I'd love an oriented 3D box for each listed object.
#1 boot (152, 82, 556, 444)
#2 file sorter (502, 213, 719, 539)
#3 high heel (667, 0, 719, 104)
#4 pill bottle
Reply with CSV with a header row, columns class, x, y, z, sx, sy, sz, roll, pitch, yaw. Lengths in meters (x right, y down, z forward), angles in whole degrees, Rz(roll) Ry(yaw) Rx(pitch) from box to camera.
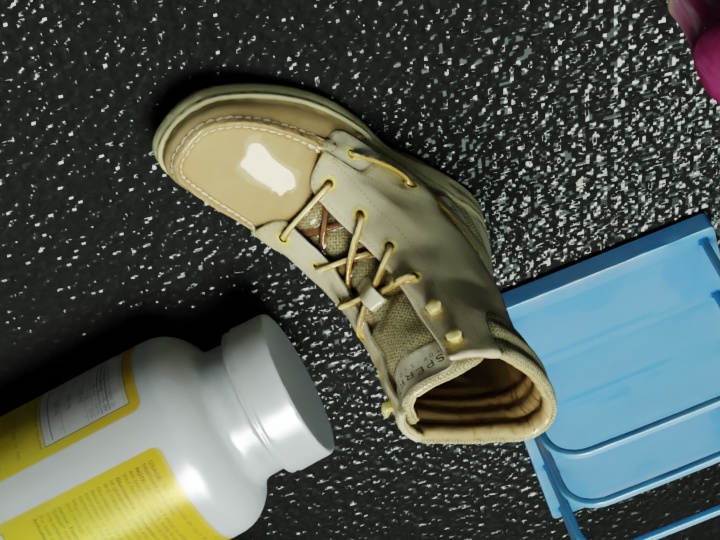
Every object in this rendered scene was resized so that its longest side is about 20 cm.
class,x,y,z,sx,sy,sz,roll,pitch,yaw
boot,0.000,0.000,0.915,0.200,0.156,0.073,26,120,-36
file sorter,0.168,0.096,1.092,0.139,0.123,0.200,-22,135,1
high heel,0.255,-0.119,0.934,0.200,0.096,0.067,-6,134,-14
pill bottle,-0.119,0.103,1.003,0.200,0.112,0.112,-27,135,8
